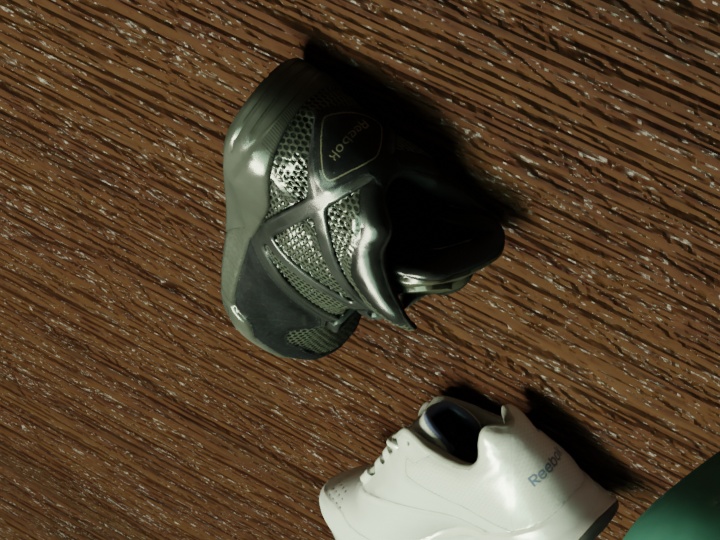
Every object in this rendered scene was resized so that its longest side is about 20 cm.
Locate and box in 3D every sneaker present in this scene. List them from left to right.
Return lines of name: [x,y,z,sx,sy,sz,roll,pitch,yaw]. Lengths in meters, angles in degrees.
sneaker: [0.000,0.000,1.234,0.114,0.076,0.200,35,153,18]
sneaker: [0.043,0.101,1.402,0.200,0.075,0.087,-11,118,52]

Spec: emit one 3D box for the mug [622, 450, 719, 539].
mug: [0.175,0.149,1.053,0.185,0.114,0.153,34,144,38]
